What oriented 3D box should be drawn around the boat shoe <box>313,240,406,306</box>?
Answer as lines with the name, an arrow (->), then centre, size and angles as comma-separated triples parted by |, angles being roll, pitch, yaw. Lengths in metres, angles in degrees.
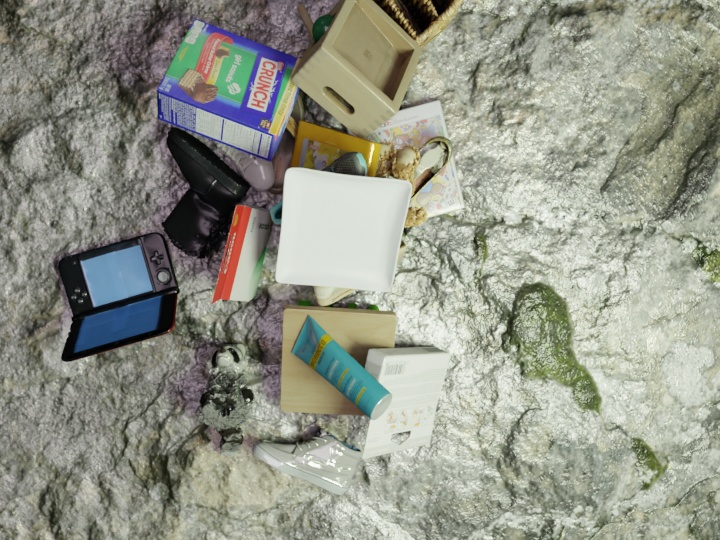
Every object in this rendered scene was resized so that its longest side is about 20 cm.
boat shoe -> 0.000, 0.000, 1.096 | 0.198, 0.072, 0.066 | -27, 124, -29

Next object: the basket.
basket -> 0.058, -0.478, 1.037 | 0.142, 0.149, 0.201 | -36, 96, 0

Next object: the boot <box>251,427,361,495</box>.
boot -> -0.096, 0.334, 1.138 | 0.198, 0.073, 0.097 | 27, 87, -13

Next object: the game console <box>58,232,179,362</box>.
game console -> -0.429, 0.040, 1.064 | 0.196, 0.119, 0.176 | -15, 96, -2

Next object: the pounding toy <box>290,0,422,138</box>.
pounding toy -> -0.026, -0.355, 1.012 | 0.199, 0.141, 0.186 | 35, 58, -22

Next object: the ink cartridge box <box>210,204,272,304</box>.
ink cartridge box -> -0.192, -0.027, 1.031 | 0.049, 0.200, 0.164 | 14, 94, -5

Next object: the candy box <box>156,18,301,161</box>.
candy box -> -0.209, -0.297, 1.005 | 0.197, 0.077, 0.172 | 19, 62, -8

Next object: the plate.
plate -> -0.031, -0.064, 0.973 | 0.196, 0.033, 0.203 | 5, 120, -8

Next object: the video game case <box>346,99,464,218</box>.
video game case -> 0.083, -0.190, 1.124 | 0.179, 0.023, 0.204 | -15, 95, -2

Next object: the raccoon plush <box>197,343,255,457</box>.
raccoon plush -> -0.254, 0.229, 1.126 | 0.095, 0.135, 0.202 | 9, 127, -19

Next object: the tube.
tube -> -0.034, 0.162, 1.006 | 0.199, 0.050, 0.078 | 37, 105, 29

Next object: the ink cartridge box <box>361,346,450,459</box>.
ink cartridge box -> 0.071, 0.228, 1.083 | 0.198, 0.044, 0.180 | 7, 99, -48

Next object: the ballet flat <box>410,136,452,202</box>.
ballet flat -> 0.088, -0.162, 1.082 | 0.200, 0.071, 0.071 | -44, 96, 1

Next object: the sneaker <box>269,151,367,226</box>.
sneaker -> -0.071, -0.121, 0.989 | 0.199, 0.091, 0.079 | -37, 74, 34

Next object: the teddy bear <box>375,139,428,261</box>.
teddy bear -> 0.049, -0.119, 1.040 | 0.143, 0.067, 0.204 | -3, 94, 27

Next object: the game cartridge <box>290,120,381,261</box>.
game cartridge -> -0.059, -0.139, 1.051 | 0.175, 0.032, 0.204 | 23, 106, 34

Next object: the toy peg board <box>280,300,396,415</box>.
toy peg board -> -0.042, 0.149, 1.120 | 0.196, 0.098, 0.203 | 4, 110, -2

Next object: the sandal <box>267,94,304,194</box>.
sandal -> -0.143, -0.239, 1.090 | 0.079, 0.054, 0.204 | 5, 94, -4

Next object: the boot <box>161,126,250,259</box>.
boot -> -0.300, -0.133, 1.082 | 0.198, 0.073, 0.163 | 40, 106, 10

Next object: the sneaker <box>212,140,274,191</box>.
sneaker -> -0.228, -0.221, 1.064 | 0.072, 0.084, 0.202 | -32, 90, 33
